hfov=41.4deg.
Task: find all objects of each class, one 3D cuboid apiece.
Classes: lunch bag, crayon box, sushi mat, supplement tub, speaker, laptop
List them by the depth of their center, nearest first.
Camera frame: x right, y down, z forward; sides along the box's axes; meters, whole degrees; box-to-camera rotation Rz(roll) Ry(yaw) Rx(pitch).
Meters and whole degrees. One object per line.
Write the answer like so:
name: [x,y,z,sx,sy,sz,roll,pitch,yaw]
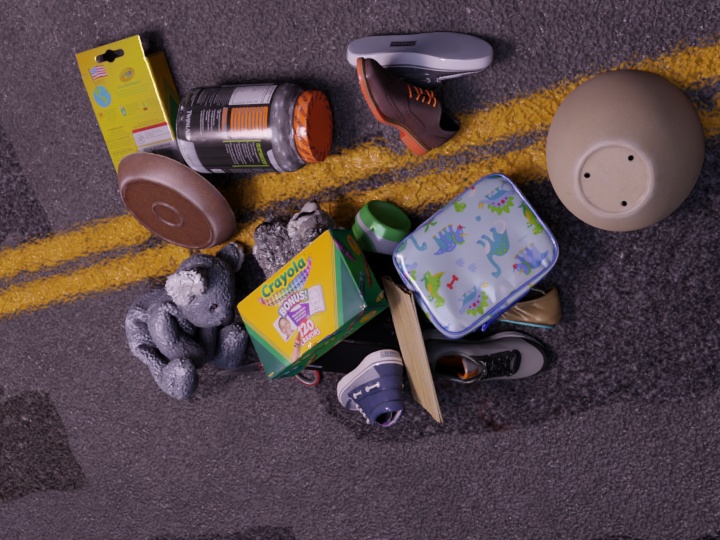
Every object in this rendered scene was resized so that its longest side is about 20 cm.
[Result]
lunch bag: [0.154,-0.014,1.266,0.199,0.082,0.162,-38,80,2]
crayon box: [-0.068,0.047,1.291,0.199,0.058,0.120,-38,69,30]
sushi mat: [0.072,0.106,1.302,0.012,0.096,0.203,-20,113,-14]
supplement tub: [-0.146,-0.198,1.331,0.197,0.123,0.124,2,113,20]
speaker: [0.000,0.000,1.380,0.088,0.089,0.202,31,120,6]
laptop: [0.024,0.070,1.383,0.175,0.103,0.203,9,99,-29]
crayon box: [-0.333,-0.243,1.426,0.125,0.051,0.203,-8,110,25]

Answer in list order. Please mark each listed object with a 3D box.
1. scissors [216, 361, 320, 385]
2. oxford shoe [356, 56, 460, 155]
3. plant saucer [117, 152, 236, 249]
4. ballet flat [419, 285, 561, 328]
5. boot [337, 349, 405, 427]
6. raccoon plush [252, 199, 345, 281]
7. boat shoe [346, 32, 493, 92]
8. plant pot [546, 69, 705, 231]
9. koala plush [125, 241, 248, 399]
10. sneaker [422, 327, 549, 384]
scissors: [-0.150,0.147,1.546,0.197,0.014,0.074,3,116,21]
oxford shoe: [0.061,-0.221,1.222,0.072,0.199,0.072,-19,62,25]
plant saucer: [-0.282,-0.094,1.424,0.198,0.035,0.201,20,148,13]
ballet flat: [0.182,0.043,1.331,0.196,0.069,0.064,2,101,2]
boot: [0.014,0.195,1.411,0.072,0.092,0.200,1,154,-15]
raccoon plush: [-0.077,-0.002,1.376,0.133,0.096,0.203,13,117,48]
boat shoe: [0.078,-0.265,1.249,0.197,0.070,0.067,3,133,17]
plant pot: [0.317,-0.131,1.170,0.197,0.135,0.203,9,116,18]
koala plush: [-0.257,0.052,1.460,0.183,0.177,0.201,41,125,12]
sneaker: [0.174,0.131,1.348,0.197,0.080,0.075,2,114,-10]
